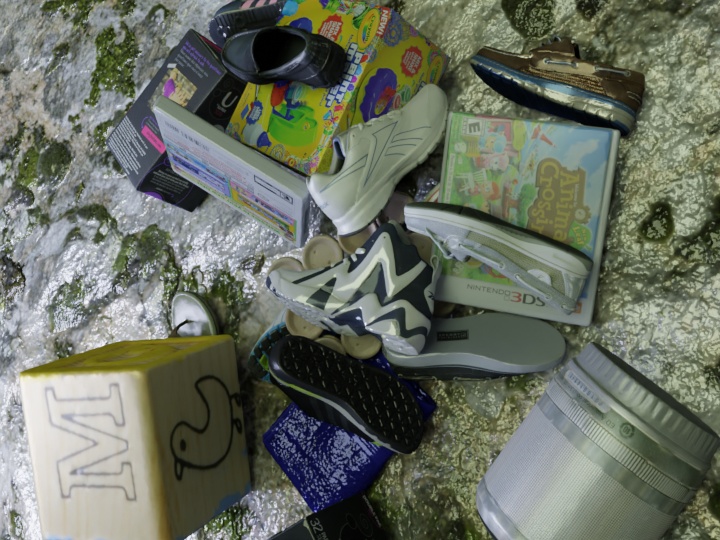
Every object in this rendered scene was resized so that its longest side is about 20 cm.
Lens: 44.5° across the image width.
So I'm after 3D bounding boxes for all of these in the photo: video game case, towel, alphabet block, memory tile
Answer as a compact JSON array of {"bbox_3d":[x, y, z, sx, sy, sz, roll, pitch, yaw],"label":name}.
[{"bbox_3d":[0.168,-0.056,0.927,0.178,0.022,0.205,9,98,16],"label":"video game case"},{"bbox_3d":[-0.021,0.177,1.030,0.201,0.049,0.148,-51,59,12],"label":"towel"},{"bbox_3d":[-0.264,0.197,1.054,0.192,0.195,0.205,-5,96,23],"label":"alphabet block"},{"bbox_3d":[0.001,0.017,0.996,0.198,0.017,0.155,-29,89,10],"label":"memory tile"},{"bbox_3d":[-0.147,-0.111,1.043,0.198,0.182,0.022,31,74,4],"label":"video game case"}]

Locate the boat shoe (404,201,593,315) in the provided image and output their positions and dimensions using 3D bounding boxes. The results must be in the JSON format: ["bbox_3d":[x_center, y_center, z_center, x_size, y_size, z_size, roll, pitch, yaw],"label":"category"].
[{"bbox_3d":[0.133,-0.018,0.895,0.198,0.074,0.066,20,102,6],"label":"boat shoe"}]

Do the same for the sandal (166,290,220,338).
[{"bbox_3d":[-0.232,0.128,1.161,0.078,0.057,0.206,-5,79,32],"label":"sandal"}]

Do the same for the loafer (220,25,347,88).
[{"bbox_3d":[-0.099,-0.249,0.996,0.199,0.070,0.069,19,86,44],"label":"loafer"}]

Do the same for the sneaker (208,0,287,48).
[{"bbox_3d":[-0.106,-0.349,1.186,0.196,0.071,0.083,2,43,17],"label":"sneaker"}]

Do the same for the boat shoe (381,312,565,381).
[{"bbox_3d":[0.122,0.088,0.953,0.195,0.057,0.070,1,49,13],"label":"boat shoe"}]

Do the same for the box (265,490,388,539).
[{"bbox_3d":[-0.026,0.362,0.919,0.123,0.148,0.203,-34,75,20],"label":"box"}]

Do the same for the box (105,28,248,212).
[{"bbox_3d":[-0.229,-0.199,1.191,0.200,0.122,0.106,-47,60,13],"label":"box"}]

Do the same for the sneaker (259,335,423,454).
[{"bbox_3d":[-0.020,0.138,0.976,0.198,0.083,0.072,33,58,1],"label":"sneaker"}]

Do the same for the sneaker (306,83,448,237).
[{"bbox_3d":[0.022,-0.133,0.946,0.201,0.087,0.074,-51,16,-17],"label":"sneaker"}]

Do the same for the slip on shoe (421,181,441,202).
[{"bbox_3d":[0.151,-0.089,0.973,0.197,0.074,0.062,-23,72,20],"label":"slip on shoe"}]

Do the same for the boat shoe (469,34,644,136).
[{"bbox_3d":[0.216,-0.213,0.964,0.197,0.072,0.073,27,89,22],"label":"boat shoe"}]

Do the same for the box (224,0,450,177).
[{"bbox_3d":[-0.030,-0.207,1.052,0.191,0.121,0.203,28,93,44],"label":"box"}]

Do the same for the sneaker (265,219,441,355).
[{"bbox_3d":[0.000,0.000,0.953,0.196,0.080,0.131,14,70,33],"label":"sneaker"}]

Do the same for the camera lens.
[{"bbox_3d":[0.215,0.191,0.819,0.159,0.159,0.202,39,100,31],"label":"camera lens"}]

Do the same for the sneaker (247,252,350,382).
[{"bbox_3d":[-0.059,0.052,1.067,0.200,0.075,0.087,-42,26,7],"label":"sneaker"}]
